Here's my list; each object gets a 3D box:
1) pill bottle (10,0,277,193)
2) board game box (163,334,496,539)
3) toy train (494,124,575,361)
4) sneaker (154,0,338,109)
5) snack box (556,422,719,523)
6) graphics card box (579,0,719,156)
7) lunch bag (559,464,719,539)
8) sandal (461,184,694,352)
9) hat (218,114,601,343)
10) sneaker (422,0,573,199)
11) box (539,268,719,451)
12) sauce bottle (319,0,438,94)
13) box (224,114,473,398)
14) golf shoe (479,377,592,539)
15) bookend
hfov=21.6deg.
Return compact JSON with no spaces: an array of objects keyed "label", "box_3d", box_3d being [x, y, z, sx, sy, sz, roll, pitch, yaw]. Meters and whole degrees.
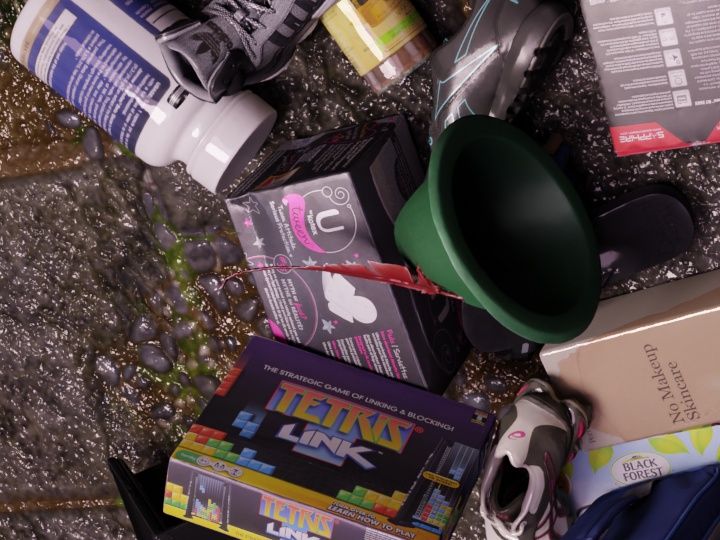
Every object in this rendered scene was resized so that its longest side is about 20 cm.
[{"label":"pill bottle","box_3d":[-0.167,-0.153,1.486,0.200,0.111,0.111,38,125,5]},{"label":"board game box","box_3d":[-0.019,0.138,1.366,0.198,0.166,0.057,17,126,10]},{"label":"toy train","box_3d":[0.133,-0.016,1.450,0.045,0.034,0.201,14,120,16]},{"label":"sneaker","box_3d":[-0.078,-0.185,1.351,0.075,0.114,0.200,45,141,7]},{"label":"snack box","box_3d":[0.246,0.191,1.477,0.199,0.068,0.170,-14,107,30]},{"label":"graphics card box","box_3d":[0.217,-0.187,1.312,0.125,0.051,0.201,-6,112,30]},{"label":"lunch bag","box_3d":[0.199,0.232,1.359,0.135,0.200,0.133,-26,98,39]},{"label":"sandal","box_3d":[0.155,-0.001,1.413,0.199,0.043,0.076,-33,110,23]},{"label":"hat","box_3d":[0.048,-0.008,1.374,0.200,0.166,0.176,44,133,-19]},{"label":"sneaker","box_3d":[0.085,-0.126,1.406,0.079,0.075,0.201,36,117,18]},{"label":"box","box_3d":[0.245,0.061,1.405,0.199,0.078,0.095,-19,106,32]},{"label":"sauce bottle","box_3d":[-0.022,-0.227,1.403,0.065,0.065,0.200,-32,99,35]},{"label":"box","box_3d":[0.000,0.000,1.466,0.114,0.132,0.201,-10,110,26]},{"label":"golf shoe","box_3d":[0.117,0.176,1.442,0.077,0.088,0.201,24,132,25]},{"label":"bookend","box_3d":[-0.093,0.193,1.620,0.199,0.199,0.093,-22,109,-12]}]
